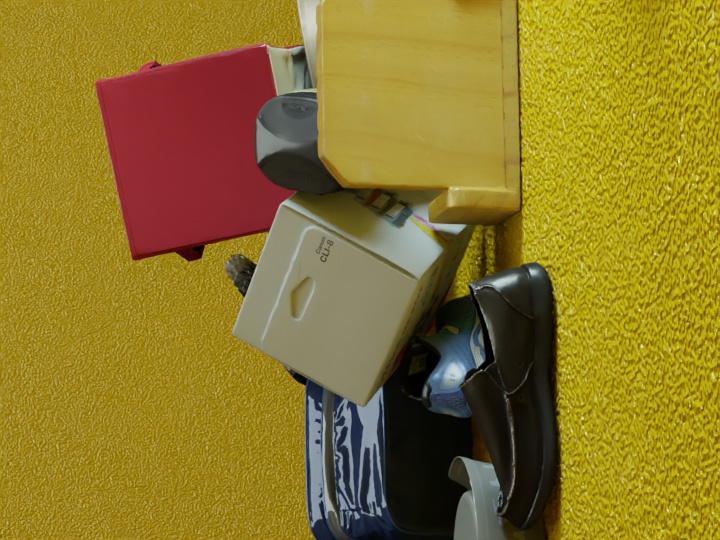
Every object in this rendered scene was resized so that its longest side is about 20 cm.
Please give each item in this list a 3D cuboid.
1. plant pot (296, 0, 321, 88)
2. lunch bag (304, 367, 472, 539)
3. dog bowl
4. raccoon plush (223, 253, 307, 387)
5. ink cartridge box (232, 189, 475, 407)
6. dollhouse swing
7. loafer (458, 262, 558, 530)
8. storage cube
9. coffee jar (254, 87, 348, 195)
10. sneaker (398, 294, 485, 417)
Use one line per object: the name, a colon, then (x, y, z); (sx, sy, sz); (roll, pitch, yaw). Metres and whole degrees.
plant pot: (-0.004, -0.209, 1.643); (0.201, 0.091, 0.204); (-11, -90, -88)
lunch bag: (0.023, 0.187, 1.550); (0.131, 0.135, 0.203); (-16, 68, 43)
dog bowl: (0.108, 0.252, 1.291); (0.200, 0.058, 0.203); (180, 90, -84)
raccoon plush: (-0.043, 0.031, 1.676); (0.200, 0.134, 0.097); (49, -167, -1)
ink cartridge box: (0.000, 0.000, 1.456); (0.200, 0.144, 0.147); (-43, -21, -60)
dollhouse swing: (0.043, -0.146, 1.363); (0.182, 0.173, 0.203); (142, 126, -83)
loafer: (0.108, 0.096, 1.210); (0.073, 0.070, 0.203); (133, 137, -82)
storage cube: (-0.137, -0.119, 1.576); (0.171, 0.177, 0.203); (-31, -71, -77)
coffee jar: (-0.004, -0.126, 1.415); (0.199, 0.103, 0.086); (-24, -61, -54)
sneaker: (0.078, 0.072, 1.427); (0.200, 0.088, 0.080); (-93, 4, -73)
